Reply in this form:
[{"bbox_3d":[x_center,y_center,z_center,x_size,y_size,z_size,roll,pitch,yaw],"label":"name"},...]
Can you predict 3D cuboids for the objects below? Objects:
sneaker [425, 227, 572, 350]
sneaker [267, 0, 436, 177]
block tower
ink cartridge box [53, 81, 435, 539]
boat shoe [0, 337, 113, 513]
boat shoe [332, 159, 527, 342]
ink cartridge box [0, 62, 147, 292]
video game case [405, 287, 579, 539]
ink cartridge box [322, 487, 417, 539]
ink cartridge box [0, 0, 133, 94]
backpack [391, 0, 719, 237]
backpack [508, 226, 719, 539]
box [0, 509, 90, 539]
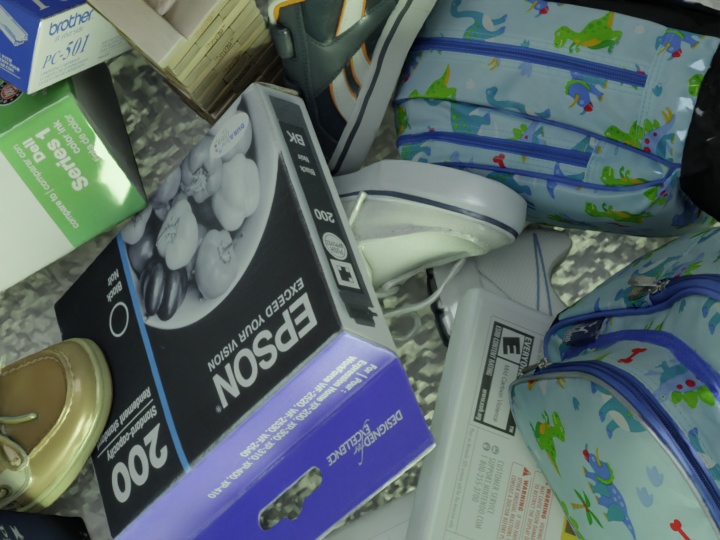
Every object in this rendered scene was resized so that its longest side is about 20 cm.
[{"bbox_3d":[0.096,0.069,0.954,0.086,0.075,0.202,-17,80,2],"label":"sneaker"},{"bbox_3d":[-0.010,-0.126,0.929,0.079,0.201,0.079,16,49,-8],"label":"sneaker"},{"bbox_3d":[-0.077,-0.114,0.941,0.054,0.200,0.058,39,90,12],"label":"block tower"},{"bbox_3d":[-0.067,0.048,0.921,0.198,0.043,0.201,-43,55,34],"label":"ink cartridge box"},{"bbox_3d":[-0.210,0.102,0.973,0.200,0.062,0.074,-40,57,20],"label":"boat shoe"},{"bbox_3d":[-0.004,-0.002,0.934,0.201,0.074,0.087,-1,69,45],"label":"boat shoe"},{"bbox_3d":[-0.225,-0.051,0.983,0.199,0.084,0.145,-29,39,4],"label":"ink cartridge box"},{"bbox_3d":[0.108,0.131,0.899,0.180,0.023,0.202,21,67,-18],"label":"video game case"},{"bbox_3d":[-0.011,0.190,0.950,0.199,0.059,0.105,-29,78,19],"label":"ink cartridge box"},{"bbox_3d":[-0.139,-0.155,0.960,0.093,0.200,0.045,29,124,18],"label":"ink cartridge box"},{"bbox_3d":[0.112,-0.081,0.931,0.199,0.163,0.155,29,100,20],"label":"backpack"},{"bbox_3d":[0.173,0.075,0.818,0.146,0.200,0.184,-31,90,-25],"label":"backpack"},{"bbox_3d":[-0.176,0.228,0.910,0.122,0.198,0.202,-24,79,3],"label":"box"}]
